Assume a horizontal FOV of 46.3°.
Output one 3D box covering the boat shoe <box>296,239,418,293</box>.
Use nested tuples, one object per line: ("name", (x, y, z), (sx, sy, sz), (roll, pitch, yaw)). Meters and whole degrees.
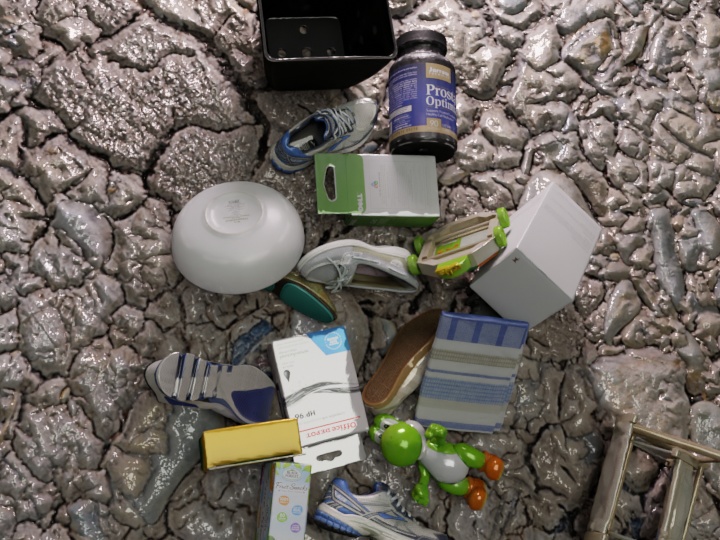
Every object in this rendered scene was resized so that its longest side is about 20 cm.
("boat shoe", (0.000, 0.001, 1.278), (0.201, 0.074, 0.065), (5, 52, -35))

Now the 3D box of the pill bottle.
("pill bottle", (0.101, -0.283, 1.375), (0.111, 0.112, 0.201), (3, 77, -12))

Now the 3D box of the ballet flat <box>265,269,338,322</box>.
("ballet flat", (-0.116, 0.010, 1.283), (0.199, 0.071, 0.071), (25, 73, -6))

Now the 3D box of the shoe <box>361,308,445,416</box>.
("shoe", (0.075, 0.142, 1.302), (0.200, 0.070, 0.053), (-50, 131, -21))

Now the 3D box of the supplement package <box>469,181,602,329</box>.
("supplement package", (0.275, -0.021, 1.308), (0.117, 0.117, 0.200), (43, 44, -5))

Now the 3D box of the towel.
("towel", (0.166, 0.157, 1.274), (0.146, 0.024, 0.201), (7, 113, -12))

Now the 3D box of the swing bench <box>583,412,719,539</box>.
("swing bench", (0.452, 0.351, 1.299), (0.199, 0.130, 0.199), (22, 74, -1))

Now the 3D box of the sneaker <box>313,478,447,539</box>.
("sneaker", (0.038, 0.353, 1.221), (0.199, 0.077, 0.085), (19, 69, -8))

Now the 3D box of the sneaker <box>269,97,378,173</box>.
("sneaker", (-0.048, -0.221, 1.340), (0.200, 0.085, 0.077), (-33, 86, -19))

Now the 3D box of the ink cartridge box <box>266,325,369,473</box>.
("ink cartridge box", (-0.059, 0.194, 1.247), (0.116, 0.068, 0.201), (-12, 80, -15))

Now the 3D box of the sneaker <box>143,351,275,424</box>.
("sneaker", (-0.227, 0.163, 1.213), (0.199, 0.115, 0.081), (26, 72, -37))

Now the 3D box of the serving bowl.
("serving bowl", (-0.182, -0.063, 1.238), (0.199, 0.066, 0.201), (0, 50, 0))

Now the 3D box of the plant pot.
("plant pot", (-0.073, -0.384, 1.325), (0.199, 0.177, 0.201), (-5, 79, -14))

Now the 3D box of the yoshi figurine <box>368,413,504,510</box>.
("yoshi figurine", (0.104, 0.276, 1.231), (0.199, 0.112, 0.113), (26, 56, -2))

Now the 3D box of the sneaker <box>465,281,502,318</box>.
("sneaker", (0.179, 0.077, 1.333), (0.200, 0.071, 0.099), (-32, 81, -21))

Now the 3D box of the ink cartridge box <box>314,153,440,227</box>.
("ink cartridge box", (0.022, -0.128, 1.347), (0.199, 0.059, 0.104), (0, 77, -13))

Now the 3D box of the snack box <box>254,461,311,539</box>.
("snack box", (-0.109, 0.331, 1.134), (0.053, 0.200, 0.143), (6, 76, -10))

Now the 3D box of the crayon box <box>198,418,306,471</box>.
("crayon box", (-0.152, 0.238, 1.146), (0.125, 0.200, 0.052), (-6, 78, -14))

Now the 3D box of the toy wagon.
("toy wagon", (0.148, -0.031, 1.283), (0.155, 0.200, 0.040), (-19, 111, 22))
